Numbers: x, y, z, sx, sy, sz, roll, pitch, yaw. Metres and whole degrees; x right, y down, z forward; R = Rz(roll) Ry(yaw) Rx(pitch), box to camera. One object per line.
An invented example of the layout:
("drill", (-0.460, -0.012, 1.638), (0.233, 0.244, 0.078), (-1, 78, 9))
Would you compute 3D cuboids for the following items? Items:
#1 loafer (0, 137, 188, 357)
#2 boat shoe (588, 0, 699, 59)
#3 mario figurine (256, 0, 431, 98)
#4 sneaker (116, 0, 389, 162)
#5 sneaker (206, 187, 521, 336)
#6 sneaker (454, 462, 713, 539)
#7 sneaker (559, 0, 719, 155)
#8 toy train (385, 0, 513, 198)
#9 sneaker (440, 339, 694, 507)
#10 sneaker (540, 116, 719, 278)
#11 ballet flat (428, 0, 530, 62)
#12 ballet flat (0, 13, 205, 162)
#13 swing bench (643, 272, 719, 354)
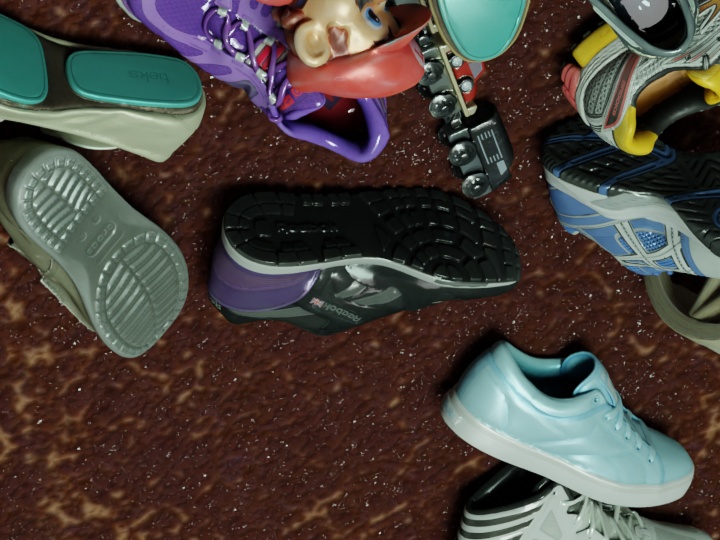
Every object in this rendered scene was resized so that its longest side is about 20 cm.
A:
("loafer", (-0.168, -0.021, 1.562), (0.075, 0.070, 0.200), (-46, 142, -14))
("boat shoe", (0.136, -0.207, 1.484), (0.073, 0.062, 0.200), (-32, 108, 7))
("mario figurine", (-0.023, -0.185, 1.425), (0.123, 0.106, 0.200), (-46, 108, -23))
("sneaker", (-0.053, -0.130, 1.498), (0.200, 0.084, 0.081), (29, 113, -32))
("sneaker", (0.000, 0.000, 1.632), (0.199, 0.076, 0.088), (5, 139, -16))
("sneaker", (0.164, 0.181, 1.802), (0.200, 0.076, 0.116), (-3, 128, -13))
("sneaker", (0.222, -0.143, 1.570), (0.200, 0.082, 0.078), (-39, 139, 12))
("toy train", (0.054, -0.126, 1.565), (0.046, 0.034, 0.200), (-25, 129, -1))
("sneaker", (0.157, 0.101, 1.742), (0.199, 0.074, 0.082), (17, 122, -29))
("sneaker", (0.208, -0.032, 1.616), (0.076, 0.200, 0.077), (-50, 153, -31))
("ballet flat", (0.059, -0.218, 1.474), (0.068, 0.063, 0.201), (-13, 122, -9))
("ballet flat", (-0.187, -0.104, 1.492), (0.199, 0.070, 0.070), (14, 121, -27))
("swing bench", (0.332, 0.011, 1.694), (0.199, 0.130, 0.200), (25, 114, -33))
